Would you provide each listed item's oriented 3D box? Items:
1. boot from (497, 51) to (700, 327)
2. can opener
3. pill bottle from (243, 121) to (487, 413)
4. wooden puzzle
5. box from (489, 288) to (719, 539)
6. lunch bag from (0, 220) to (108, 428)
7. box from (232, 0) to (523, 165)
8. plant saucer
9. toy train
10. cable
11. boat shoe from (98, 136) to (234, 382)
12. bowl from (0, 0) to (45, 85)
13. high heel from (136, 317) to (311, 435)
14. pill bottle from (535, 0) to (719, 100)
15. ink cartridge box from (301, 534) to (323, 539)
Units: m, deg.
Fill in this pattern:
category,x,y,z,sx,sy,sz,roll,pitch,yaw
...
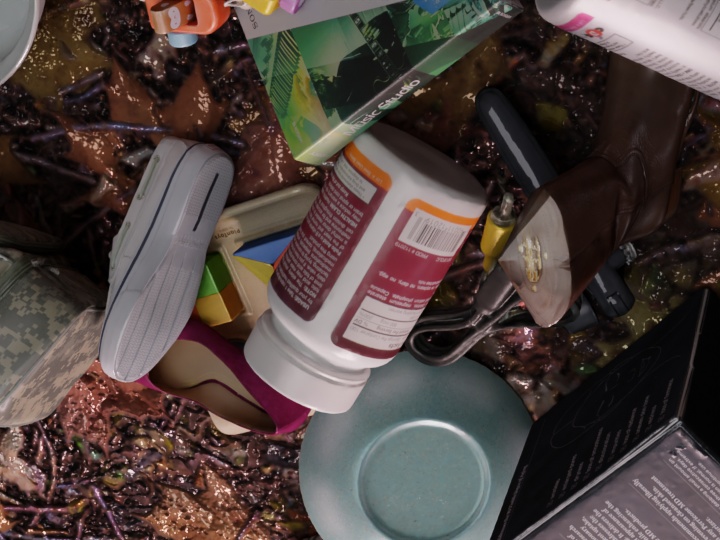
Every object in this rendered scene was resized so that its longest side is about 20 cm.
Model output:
category,x,y,z,sx,sy,sz,roll,pitch,yaw
boot,0.157,-0.078,1.033,0.064,0.200,0.187,9,117,36
can opener,0.140,-0.048,1.137,0.078,0.063,0.200,-30,101,-1
pill bottle,0.000,0.000,1.159,0.114,0.114,0.200,32,107,2
wooden puzzle,-0.080,0.042,1.273,0.185,0.046,0.201,-16,109,25
box,0.213,0.150,1.133,0.124,0.200,0.197,45,121,-7
lunch bag,-0.302,0.027,1.251,0.168,0.200,0.140,38,92,4
box,0.006,-0.188,1.092,0.200,0.036,0.145,-36,65,31
plant saucer,0.050,0.166,1.246,0.200,0.039,0.202,-1,103,-4
toy train,-0.115,-0.237,1.084,0.150,0.056,0.201,14,130,23
cable,0.106,0.023,1.163,0.097,0.050,0.200,37,145,1
boat shoe,-0.165,-0.011,1.234,0.067,0.074,0.201,23,86,34
bowl,-0.320,-0.237,1.192,0.200,0.090,0.202,8,117,16
high heel,-0.131,0.086,1.232,0.199,0.096,0.068,3,112,20
pill bottle,0.223,-0.176,0.992,0.199,0.114,0.114,22,123,-16
ink cartridge box,0.056,0.303,1.357,0.196,0.043,0.200,-22,107,25
